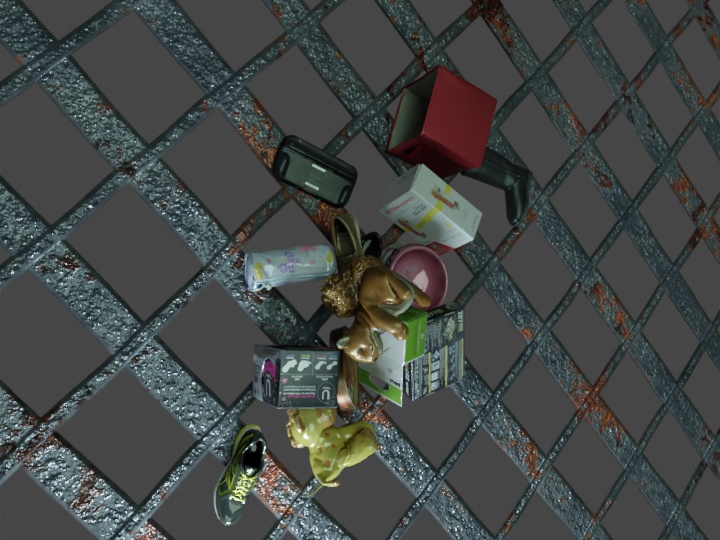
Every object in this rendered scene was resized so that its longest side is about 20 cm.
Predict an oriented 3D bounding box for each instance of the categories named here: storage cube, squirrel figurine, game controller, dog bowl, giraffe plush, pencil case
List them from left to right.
[{"bbox_3d":[-0.152,-0.008,1.332,0.197,0.091,0.085,-9,117,-28],"label":"pencil case"},{"bbox_3d":[-0.101,-0.223,1.407,0.197,0.042,0.106,25,91,-22],"label":"game controller"},{"bbox_3d":[-0.082,0.345,1.307,0.199,0.172,0.164,-37,97,-34],"label":"giraffe plush"},{"bbox_3d":[0.011,0.079,1.250,0.199,0.141,0.188,37,98,18],"label":"squirrel figurine"},{"bbox_3d":[0.123,0.028,1.473,0.196,0.073,0.205,2,85,-26],"label":"dog bowl"},{"bbox_3d":[0.191,-0.343,1.475,0.177,0.170,0.204,20,78,-24],"label":"storage cube"}]

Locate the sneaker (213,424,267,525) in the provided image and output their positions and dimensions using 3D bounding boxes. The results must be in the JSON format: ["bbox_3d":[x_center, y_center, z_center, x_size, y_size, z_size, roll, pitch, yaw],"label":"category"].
[{"bbox_3d":[-0.246,0.420,1.266,0.073,0.084,0.204,18,79,-22],"label":"sneaker"}]

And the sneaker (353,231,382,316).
[{"bbox_3d":[0.000,0.000,1.392,0.068,0.100,0.204,19,74,0],"label":"sneaker"}]

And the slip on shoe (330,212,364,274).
[{"bbox_3d":[-0.022,-0.023,1.327,0.060,0.075,0.205,-8,90,-68],"label":"slip on shoe"}]

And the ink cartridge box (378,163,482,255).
[{"bbox_3d":[0.162,-0.138,1.456,0.199,0.145,0.084,36,60,-18],"label":"ink cartridge box"}]

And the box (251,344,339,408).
[{"bbox_3d":[-0.138,0.214,1.266,0.130,0.199,0.117,4,84,-24],"label":"box"}]

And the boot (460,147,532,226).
[{"bbox_3d":[0.345,-0.223,1.598,0.197,0.065,0.168,22,69,-26],"label":"boot"}]

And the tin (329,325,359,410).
[{"bbox_3d":[-0.035,0.209,1.335,0.041,0.202,0.113,-18,125,11],"label":"tin"}]

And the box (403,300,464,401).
[{"bbox_3d":[0.174,0.190,1.462,0.159,0.049,0.204,-17,117,-24],"label":"box"}]

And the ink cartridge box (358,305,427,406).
[{"bbox_3d":[0.067,0.174,1.379,0.075,0.146,0.204,-17,117,-41],"label":"ink cartridge box"}]
